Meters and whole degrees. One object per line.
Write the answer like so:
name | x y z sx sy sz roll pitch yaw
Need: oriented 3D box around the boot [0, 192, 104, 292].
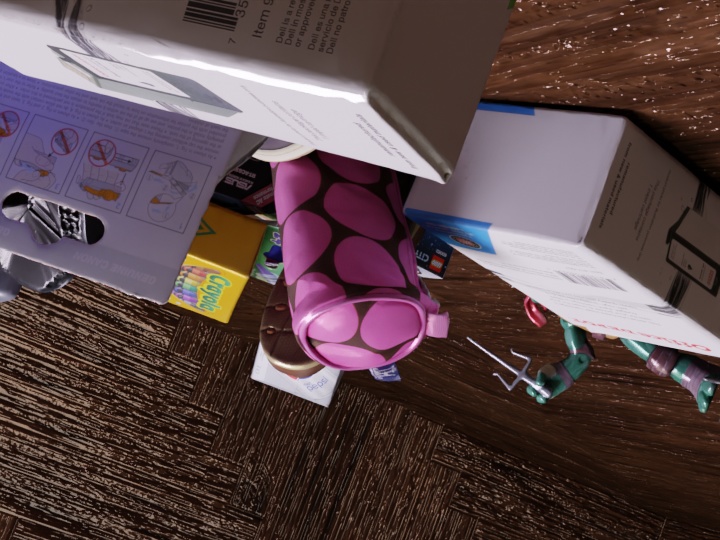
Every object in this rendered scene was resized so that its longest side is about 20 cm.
boot | -0.161 -0.044 0.896 0.076 0.168 0.200 40 141 4

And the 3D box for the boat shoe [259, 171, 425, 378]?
boat shoe | 0.000 0.000 1.012 0.072 0.200 0.068 22 148 18

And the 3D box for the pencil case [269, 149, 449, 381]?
pencil case | -0.006 -0.032 0.939 0.093 0.200 0.091 -10 142 -1

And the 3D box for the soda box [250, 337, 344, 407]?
soda box | -0.017 0.002 1.102 0.063 0.200 0.068 20 135 3

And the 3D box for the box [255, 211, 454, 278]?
box | -0.031 -0.050 1.330 0.200 0.038 0.136 26 170 -30

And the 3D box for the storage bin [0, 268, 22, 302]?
storage bin | -0.281 -0.067 0.979 0.200 0.135 0.146 22 171 -17

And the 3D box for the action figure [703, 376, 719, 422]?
action figure | 0.350 0.096 1.119 0.200 0.119 0.102 16 -174 -43

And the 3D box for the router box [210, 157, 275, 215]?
router box | -0.168 -0.094 1.221 0.150 0.062 0.200 19 171 -28

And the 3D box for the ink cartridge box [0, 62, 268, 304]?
ink cartridge box | -0.120 -0.088 0.774 0.162 0.200 0.050 17 168 20

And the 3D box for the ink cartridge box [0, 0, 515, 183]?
ink cartridge box | -0.044 -0.131 0.527 0.200 0.146 0.084 17 172 26

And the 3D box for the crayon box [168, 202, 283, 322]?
crayon box | -0.153 -0.020 1.168 0.200 0.052 0.126 20 158 -6

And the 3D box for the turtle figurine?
turtle figurine | 0.190 0.032 1.152 0.200 0.101 0.150 17 130 16

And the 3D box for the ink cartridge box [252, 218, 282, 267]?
ink cartridge box | -0.108 -0.027 1.266 0.200 0.037 0.095 4 173 26

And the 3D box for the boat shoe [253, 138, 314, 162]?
boat shoe | -0.081 -0.117 0.946 0.065 0.072 0.200 26 173 -36

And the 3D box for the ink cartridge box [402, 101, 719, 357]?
ink cartridge box | 0.149 -0.024 0.926 0.146 0.085 0.200 12 168 45
